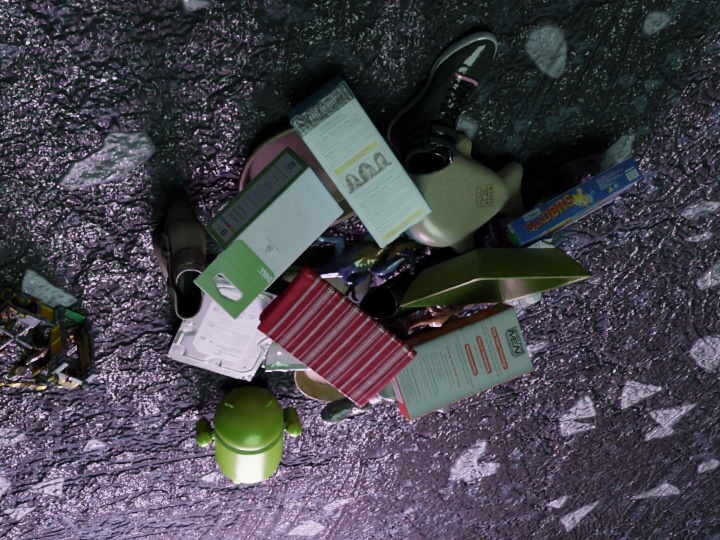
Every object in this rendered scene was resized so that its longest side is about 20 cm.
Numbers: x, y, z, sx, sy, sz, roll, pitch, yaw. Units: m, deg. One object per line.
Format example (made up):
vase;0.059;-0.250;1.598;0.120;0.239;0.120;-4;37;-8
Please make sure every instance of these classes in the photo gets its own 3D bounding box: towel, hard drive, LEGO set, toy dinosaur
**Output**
towel;-0.067;0.072;1.686;0.147;0.031;0.202;0;130;-18
hard drive;-0.190;0.075;1.625;0.138;0.038;0.201;19;133;-15
towel;-0.036;0.092;1.551;0.199;0.023;0.145;38;129;-8
LEGO set;-0.460;0.121;1.539;0.153;0.117;0.200;-30;141;17
toy dinosaur;0.000;0.000;1.576;0.180;0.107;0.199;-25;162;36

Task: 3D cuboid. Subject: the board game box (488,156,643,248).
board game box;0.283;-0.082;1.553;0.198;0.035;0.135;-28;173;-11

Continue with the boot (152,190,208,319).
boot;-0.232;0.001;1.453;0.069;0.148;0.201;-7;142;-10

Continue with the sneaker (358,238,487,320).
sneaker;0.095;0.021;1.629;0.199;0.075;0.106;-32;174;17

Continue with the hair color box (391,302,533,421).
hair color box;0.139;0.130;1.609;0.197;0.103;0.061;-20;-173;-9

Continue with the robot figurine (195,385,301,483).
robot figurine;-0.184;0.271;1.838;0.173;0.117;0.201;-4;141;-9

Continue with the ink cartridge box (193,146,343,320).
ink cartridge box;-0.125;-0.046;1.401;0.200;0.059;0.104;-45;141;-4

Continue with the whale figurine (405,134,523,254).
whale figurine;0.130;-0.103;1.506;0.198;0.103;0.162;-10;100;-31

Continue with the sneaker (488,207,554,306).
sneaker;0.257;-0.017;1.687;0.086;0.075;0.201;-24;143;2

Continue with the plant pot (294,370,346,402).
plant pot;-0.014;0.148;1.823;0.197;0.028;0.201;-11;142;-9

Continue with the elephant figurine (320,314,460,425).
elephant figurine;0.042;0.152;1.684;0.197;0.158;0.142;2;168;-6

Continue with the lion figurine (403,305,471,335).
lion figurine;0.131;0.080;1.763;0.121;0.073;0.201;-16;149;2

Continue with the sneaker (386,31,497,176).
sneaker;0.112;-0.197;1.379;0.070;0.100;0.200;17;130;-34

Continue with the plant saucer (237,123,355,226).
plant saucer;-0.064;-0.127;1.457;0.197;0.030;0.201;-10;142;-8

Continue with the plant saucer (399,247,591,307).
plant saucer;0.181;0.007;1.545;0.197;0.049;0.199;-1;168;-31

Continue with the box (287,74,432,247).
box;0.000;-0.133;1.370;0.082;0.049;0.201;-35;111;4
